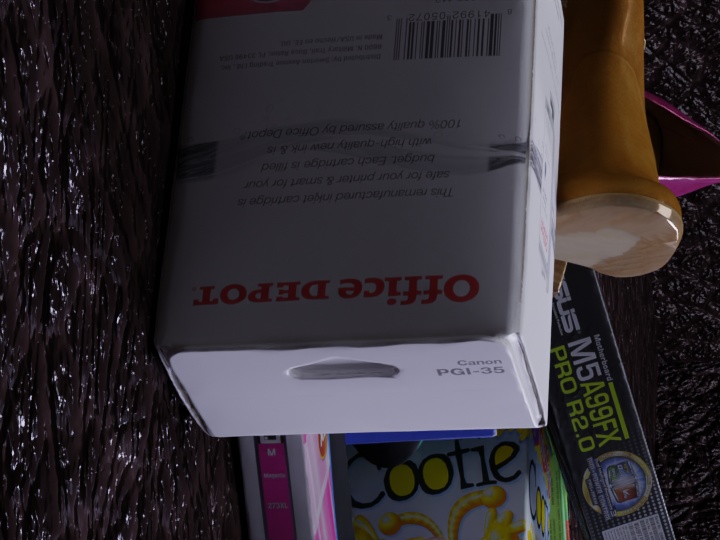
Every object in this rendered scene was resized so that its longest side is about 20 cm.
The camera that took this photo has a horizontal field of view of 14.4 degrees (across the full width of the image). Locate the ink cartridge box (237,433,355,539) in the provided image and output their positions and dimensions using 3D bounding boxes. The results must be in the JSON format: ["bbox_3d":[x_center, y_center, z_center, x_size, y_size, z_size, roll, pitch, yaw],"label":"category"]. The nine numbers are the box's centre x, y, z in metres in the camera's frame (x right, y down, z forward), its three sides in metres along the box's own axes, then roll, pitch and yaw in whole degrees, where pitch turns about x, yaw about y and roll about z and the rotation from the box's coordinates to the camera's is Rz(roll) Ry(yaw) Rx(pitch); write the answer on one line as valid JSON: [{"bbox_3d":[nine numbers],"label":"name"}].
[{"bbox_3d":[-0.031,0.067,1.275,0.095,0.037,0.201,-70,154,-64],"label":"ink cartridge box"}]

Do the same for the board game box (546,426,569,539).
[{"bbox_3d":[0.063,0.069,1.623,0.048,0.101,0.201,-85,171,-73],"label":"board game box"}]

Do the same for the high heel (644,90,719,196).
[{"bbox_3d":[0.123,-0.079,1.422,0.200,0.096,0.068,17,79,-68],"label":"high heel"}]

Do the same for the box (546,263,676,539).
[{"bbox_3d":[0.114,0.057,1.511,0.160,0.044,0.201,-102,175,-73],"label":"box"}]

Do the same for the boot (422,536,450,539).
[{"bbox_3d":[0.050,0.241,1.316,0.200,0.072,0.167,45,57,-22],"label":"boot"}]

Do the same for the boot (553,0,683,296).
[{"bbox_3d":[0.102,-0.070,1.260,0.201,0.071,0.144,149,-45,-75],"label":"boot"}]

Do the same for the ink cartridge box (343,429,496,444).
[{"bbox_3d":[0.012,-0.021,1.348,0.044,0.094,0.201,-128,-144,-82],"label":"ink cartridge box"}]

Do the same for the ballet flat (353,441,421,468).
[{"bbox_3d":[0.000,0.000,1.406,0.073,0.073,0.201,-33,127,-79],"label":"ballet flat"}]

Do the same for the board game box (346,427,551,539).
[{"bbox_3d":[0.042,0.162,1.484,0.103,0.105,0.201,71,19,-59],"label":"board game box"}]

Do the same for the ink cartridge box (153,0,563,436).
[{"bbox_3d":[0.003,-0.038,1.150,0.083,0.146,0.201,68,23,-57],"label":"ink cartridge box"}]
